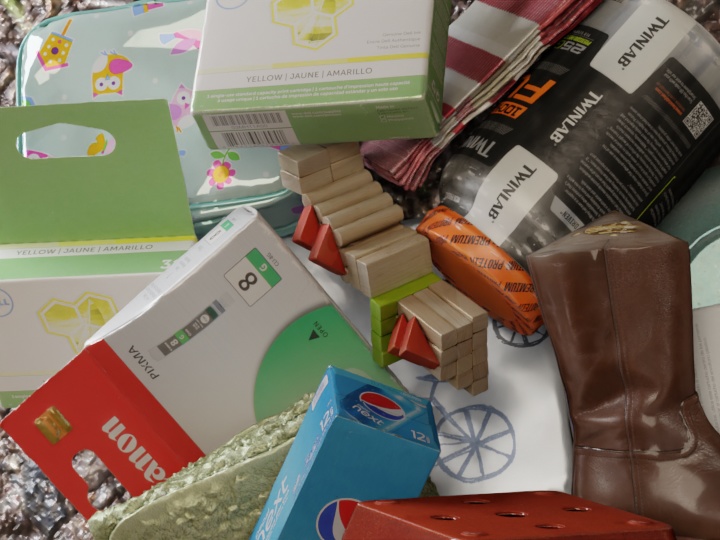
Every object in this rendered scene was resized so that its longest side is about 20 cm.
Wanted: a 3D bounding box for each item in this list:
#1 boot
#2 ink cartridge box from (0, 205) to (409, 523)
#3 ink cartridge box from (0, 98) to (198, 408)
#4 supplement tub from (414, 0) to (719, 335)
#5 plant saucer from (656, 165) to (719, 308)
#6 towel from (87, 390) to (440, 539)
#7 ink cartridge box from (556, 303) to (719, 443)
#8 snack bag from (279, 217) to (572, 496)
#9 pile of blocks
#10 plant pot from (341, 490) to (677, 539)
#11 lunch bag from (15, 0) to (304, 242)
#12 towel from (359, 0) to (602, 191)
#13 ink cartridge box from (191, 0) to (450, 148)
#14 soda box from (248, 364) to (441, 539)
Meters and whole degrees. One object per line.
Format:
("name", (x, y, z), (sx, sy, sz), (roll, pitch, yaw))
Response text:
("boot", (0.196, 0.061, 1.580), (0.186, 0.064, 0.201), (-7, 93, 14))
("ink cartridge box", (-0.090, 0.085, 1.663), (0.200, 0.050, 0.161), (-42, 107, -6))
("ink cartridge box", (-0.171, -0.007, 1.699), (0.145, 0.200, 0.048), (-3, 38, 11))
("supplement tub", (0.133, -0.065, 1.673), (0.122, 0.123, 0.200), (39, 79, 16))
("plant saucer", (0.241, 0.025, 1.685), (0.200, 0.039, 0.202), (-2, 77, 10))
("towel", (-0.048, 0.162, 1.660), (0.200, 0.037, 0.149), (-29, 113, 9))
("ink cartridge box", (0.232, 0.115, 1.634), (0.199, 0.043, 0.197), (-12, 86, 12))
("snack bag", (0.034, 0.058, 1.726), (0.188, 0.021, 0.201), (-7, 73, 8))
("pile of blocks", (0.000, 0.000, 1.655), (0.062, 0.082, 0.200), (-22, 63, -26))
("plant pot", (0.082, 0.219, 1.517), (0.200, 0.200, 0.177), (0, 95, -26))
("lunch bag", (-0.123, -0.088, 1.757), (0.199, 0.077, 0.161), (-7, 73, 9))
("towel", (0.075, -0.134, 1.712), (0.200, 0.144, 0.023), (-45, 109, -2))
("ink cartridge box", (-0.018, -0.168, 1.676), (0.145, 0.048, 0.200), (-3, 58, 15))
("soda box", (-0.025, 0.162, 1.606), (0.068, 0.064, 0.200), (19, 113, -13))
